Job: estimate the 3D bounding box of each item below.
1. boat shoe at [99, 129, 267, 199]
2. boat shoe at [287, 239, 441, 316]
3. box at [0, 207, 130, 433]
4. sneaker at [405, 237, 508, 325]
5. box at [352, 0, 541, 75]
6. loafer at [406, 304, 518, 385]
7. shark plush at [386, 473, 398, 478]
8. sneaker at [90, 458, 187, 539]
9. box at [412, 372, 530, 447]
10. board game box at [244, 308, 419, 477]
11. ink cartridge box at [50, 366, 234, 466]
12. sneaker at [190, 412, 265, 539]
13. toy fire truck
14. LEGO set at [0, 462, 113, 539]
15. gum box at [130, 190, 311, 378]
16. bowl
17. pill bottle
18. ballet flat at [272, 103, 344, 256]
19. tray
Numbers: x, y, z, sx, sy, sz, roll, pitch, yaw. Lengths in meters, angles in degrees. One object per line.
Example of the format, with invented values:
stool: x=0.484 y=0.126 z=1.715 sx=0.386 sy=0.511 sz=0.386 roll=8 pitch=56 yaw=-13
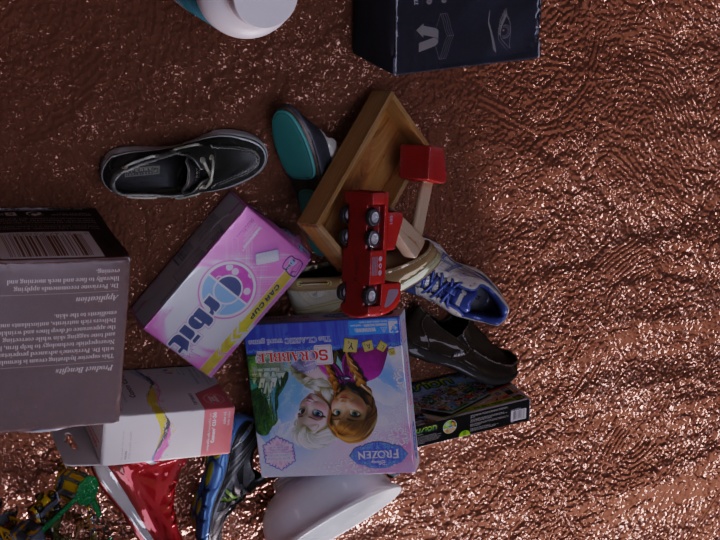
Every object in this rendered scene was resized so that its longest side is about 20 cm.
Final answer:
boat shoe: x=-0.195 y=-0.113 z=1.463 sx=0.199 sy=0.064 sz=0.071 roll=-12 pitch=116 yaw=-22
boat shoe: x=0.000 y=0.000 z=1.577 sx=0.199 sy=0.074 sz=0.067 roll=-21 pitch=112 yaw=7
box: x=-0.355 y=0.050 z=1.393 sx=0.165 sy=0.164 sz=0.201 roll=-1 pitch=112 yaw=-26
sneaker: x=0.111 y=0.014 z=1.655 sx=0.199 sy=0.088 sz=0.076 roll=18 pitch=104 yaw=-30
box: x=0.101 y=-0.344 z=1.479 sx=0.199 sy=0.117 sz=0.198 roll=-10 pitch=115 yaw=-23
loafer: x=0.139 y=0.098 z=1.711 sx=0.199 sy=0.073 sz=0.072 roll=18 pitch=104 yaw=-31
shark plush: x=-0.014 y=0.178 z=1.631 sx=0.090 sy=0.083 sz=0.201 roll=-16 pitch=91 yaw=-14
sneaker: x=-0.241 y=0.281 z=1.601 sx=0.115 sy=0.078 sz=0.200 roll=-35 pitch=123 yaw=-7
box: x=0.115 y=0.184 z=1.716 sx=0.199 sy=0.110 sz=0.035 roll=-11 pitch=115 yaw=-23
board game box: x=-0.035 y=0.153 z=1.574 sx=0.199 sy=0.041 sz=0.201 roll=-4 pitch=102 yaw=12
ink cartridge box: x=-0.263 y=0.171 z=1.519 sx=0.199 sy=0.116 sz=0.068 roll=-2 pitch=113 yaw=-26
sneaker: x=-0.166 y=0.281 z=1.641 sx=0.082 sy=0.071 sz=0.201 roll=12 pitch=102 yaw=-23
toy fire truck: x=0.038 y=-0.048 z=1.511 sx=0.141 sy=0.049 sz=0.201 roll=-5 pitch=100 yaw=-48
LEGO set: x=-0.383 y=0.325 z=1.551 sx=0.154 sy=0.115 sz=0.201 roll=-51 pitch=140 yaw=-34
gum box: x=-0.164 y=0.012 z=1.530 sx=0.200 sy=0.066 sz=0.113 roll=-50 pitch=122 yaw=0
bowl: x=-0.052 y=0.297 z=1.670 sx=0.200 sy=0.091 sz=0.201 roll=-28 pitch=163 yaw=-9
pill bottle: x=-0.133 y=-0.306 z=1.330 sx=0.110 sy=0.200 sz=0.111 roll=-10 pitch=116 yaw=-22
ballet flat: x=-0.052 y=-0.115 z=1.538 sx=0.073 sy=0.073 sz=0.201 roll=-23 pitch=114 yaw=-16
tray: x=0.005 y=-0.106 z=1.528 sx=0.099 sy=0.037 sz=0.201 roll=50 pitch=60 yaw=-41
